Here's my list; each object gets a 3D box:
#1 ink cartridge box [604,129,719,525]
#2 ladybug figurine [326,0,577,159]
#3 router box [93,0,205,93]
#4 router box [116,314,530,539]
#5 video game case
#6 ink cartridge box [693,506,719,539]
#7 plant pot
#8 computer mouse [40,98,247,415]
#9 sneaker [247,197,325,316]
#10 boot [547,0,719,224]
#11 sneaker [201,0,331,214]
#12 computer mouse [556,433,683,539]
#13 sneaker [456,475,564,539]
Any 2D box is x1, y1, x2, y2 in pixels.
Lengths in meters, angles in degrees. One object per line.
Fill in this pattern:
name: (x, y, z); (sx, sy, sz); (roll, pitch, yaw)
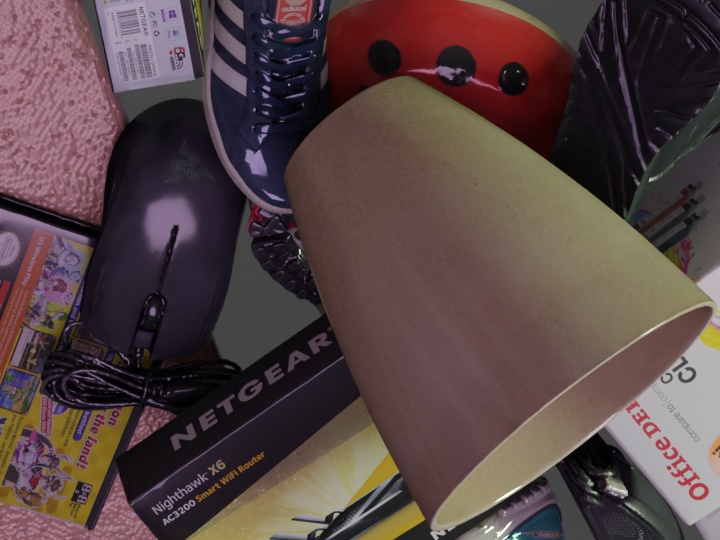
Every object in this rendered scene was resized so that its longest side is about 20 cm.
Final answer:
ink cartridge box: (0.226, 0.024, 1.140); (0.200, 0.145, 0.145); (-36, 114, 12)
ladybug figurine: (0.055, -0.095, 1.106); (0.199, 0.072, 0.136); (16, 113, -13)
router box: (-0.124, -0.215, 0.983); (0.052, 0.157, 0.201); (-9, 117, -1)
router box: (-0.020, 0.122, 1.117); (0.200, 0.052, 0.157); (-35, 121, 2)
video game case: (-0.221, 0.054, 1.175); (0.180, 0.026, 0.201); (19, 111, -14)
ink cartridge box: (0.311, 0.127, 1.193); (0.200, 0.174, 0.044); (-35, 157, 11)
plant pot: (0.054, 0.001, 0.986); (0.187, 0.187, 0.200); (-41, 73, 13)
computer mouse: (-0.114, -0.002, 1.121); (0.138, 0.053, 0.201); (7, 101, -11)
sneaker: (0.000, 0.000, 1.150); (0.080, 0.075, 0.200); (-25, 128, 12)
boot: (0.177, -0.119, 1.040); (0.076, 0.168, 0.201); (32, 132, 12)
sneaker: (-0.045, -0.132, 1.028); (0.075, 0.084, 0.201); (-9, 91, -23)
computer mouse: (0.170, 0.150, 1.207); (0.053, 0.139, 0.200); (-29, 125, 1)
sneaker: (0.058, 0.204, 1.203); (0.199, 0.077, 0.080); (-25, 103, -27)
